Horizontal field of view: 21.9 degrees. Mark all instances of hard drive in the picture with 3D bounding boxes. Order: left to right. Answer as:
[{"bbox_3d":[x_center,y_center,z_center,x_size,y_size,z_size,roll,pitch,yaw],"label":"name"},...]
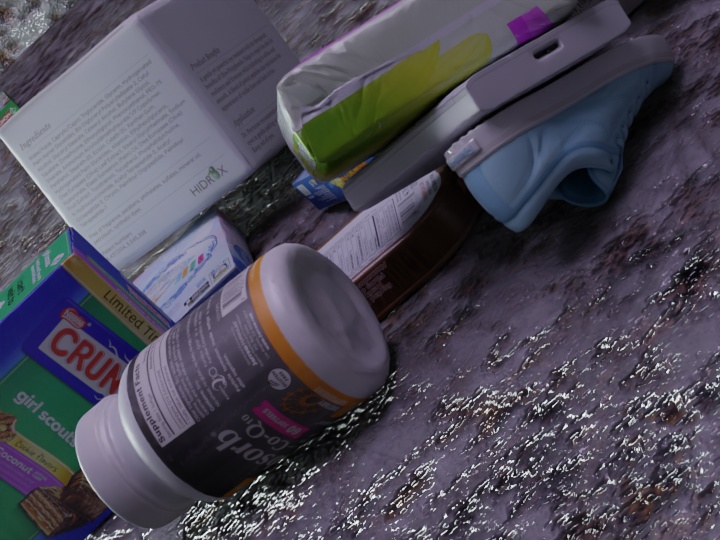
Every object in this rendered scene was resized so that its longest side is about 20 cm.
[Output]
[{"bbox_3d":[0.078,-0.105,1.219,0.132,0.026,0.200,-31,-2,-28],"label":"hard drive"}]

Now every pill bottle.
[{"bbox_3d":[-0.087,0.081,1.227,0.200,0.116,0.117,-38,21,23],"label":"pill bottle"}]

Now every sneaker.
[{"bbox_3d":[0.140,-0.082,1.180,0.200,0.082,0.074,-31,-2,-33],"label":"sneaker"}]

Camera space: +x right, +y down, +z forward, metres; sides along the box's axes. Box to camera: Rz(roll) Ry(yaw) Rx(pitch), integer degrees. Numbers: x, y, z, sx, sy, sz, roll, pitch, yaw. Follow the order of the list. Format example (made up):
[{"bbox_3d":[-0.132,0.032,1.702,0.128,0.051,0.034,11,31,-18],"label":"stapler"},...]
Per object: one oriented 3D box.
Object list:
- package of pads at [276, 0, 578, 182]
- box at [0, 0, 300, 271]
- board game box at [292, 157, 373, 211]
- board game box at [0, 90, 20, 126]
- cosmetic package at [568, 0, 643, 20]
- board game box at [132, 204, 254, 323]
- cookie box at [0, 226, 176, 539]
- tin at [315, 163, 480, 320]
[{"bbox_3d":[0.038,-0.136,1.209,0.200,0.068,0.155,-31,-1,-3],"label":"package of pads"},{"bbox_3d":[-0.175,-0.139,1.687,0.200,0.172,0.199,-33,8,29],"label":"box"},{"bbox_3d":[0.026,-0.117,1.458,0.135,0.034,0.200,-50,10,-14],"label":"board game box"},{"bbox_3d":[-0.626,-0.201,2.977,0.200,0.029,0.135,-46,19,-2],"label":"board game box"},{"bbox_3d":[0.131,-0.224,1.436,0.108,0.085,0.200,-43,19,6],"label":"cosmetic package"},{"bbox_3d":[-0.171,0.050,1.557,0.200,0.043,0.199,-44,19,5],"label":"board game box"},{"bbox_3d":[-0.227,0.098,1.389,0.200,0.171,0.075,-44,22,3],"label":"cookie box"},{"bbox_3d":[0.000,0.000,1.329,0.200,0.042,0.112,-41,16,12],"label":"tin"}]
